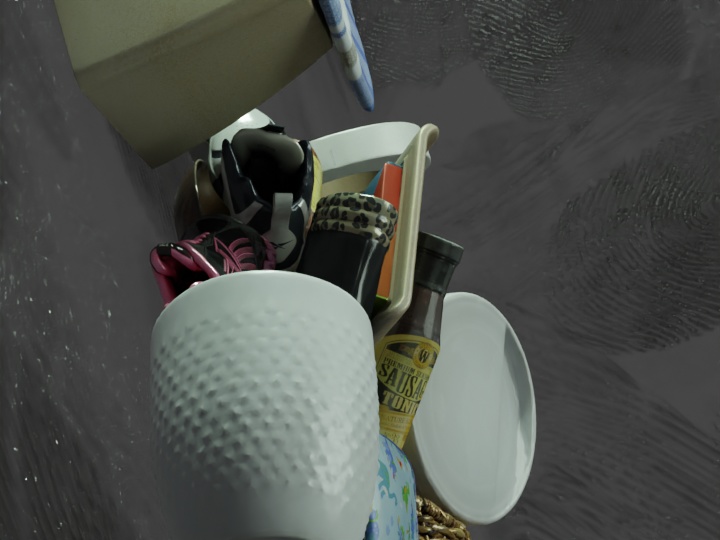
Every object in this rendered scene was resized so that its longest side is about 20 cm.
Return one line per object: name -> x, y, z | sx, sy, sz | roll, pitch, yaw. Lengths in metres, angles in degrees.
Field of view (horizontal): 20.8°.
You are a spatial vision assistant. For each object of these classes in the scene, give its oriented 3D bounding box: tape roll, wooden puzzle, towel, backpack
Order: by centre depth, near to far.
backpack -> -0.026, 0.182, 1.448 | 0.200, 0.153, 0.164 | 110, -29, -77
towel -> -0.028, -0.238, 1.540 | 0.200, 0.024, 0.147 | 67, 6, -51
wooden puzzle -> 0.000, 0.000, 1.578 | 0.185, 0.037, 0.200 | 128, -20, -51
tape roll -> -0.027, -0.097, 2.004 | 0.203, 0.202, 0.037 | 45, 27, -78

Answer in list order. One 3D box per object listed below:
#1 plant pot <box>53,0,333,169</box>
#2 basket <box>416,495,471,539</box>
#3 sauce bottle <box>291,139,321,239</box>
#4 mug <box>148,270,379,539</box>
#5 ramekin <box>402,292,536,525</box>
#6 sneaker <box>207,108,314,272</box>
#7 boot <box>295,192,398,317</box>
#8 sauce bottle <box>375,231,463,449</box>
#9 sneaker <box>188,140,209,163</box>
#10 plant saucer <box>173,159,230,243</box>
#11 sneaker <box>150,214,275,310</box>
plant pot -> -0.131, -0.223, 1.518 | 0.200, 0.176, 0.201 | 55, 18, -71
basket -> 0.020, 0.227, 1.652 | 0.200, 0.142, 0.149 | 59, 14, -67
sauce bottle -> -0.070, -0.041, 1.703 | 0.200, 0.066, 0.066 | -83, 155, -56
mug -> -0.065, 0.129, 1.252 | 0.200, 0.147, 0.176 | 111, -20, -48
ramekin -> 0.063, 0.123, 1.702 | 0.202, 0.094, 0.203 | 16, 70, -51
sneaker -> -0.078, -0.092, 1.589 | 0.130, 0.079, 0.200 | 104, -13, -46
boot -> -0.036, 0.031, 1.496 | 0.203, 0.073, 0.154 | -22, -130, 66
sauce bottle -> 0.028, 0.068, 1.572 | 0.066, 0.066, 0.201 | 27, 83, -82
sneaker -> -0.134, -0.144, 1.769 | 0.085, 0.073, 0.200 | 54, -10, 20
plant saucer -> -0.115, 0.006, 1.650 | 0.200, 0.032, 0.201 | -20, 90, -84
sneaker -> -0.115, 0.002, 1.442 | 0.095, 0.079, 0.200 | 43, 13, -27
